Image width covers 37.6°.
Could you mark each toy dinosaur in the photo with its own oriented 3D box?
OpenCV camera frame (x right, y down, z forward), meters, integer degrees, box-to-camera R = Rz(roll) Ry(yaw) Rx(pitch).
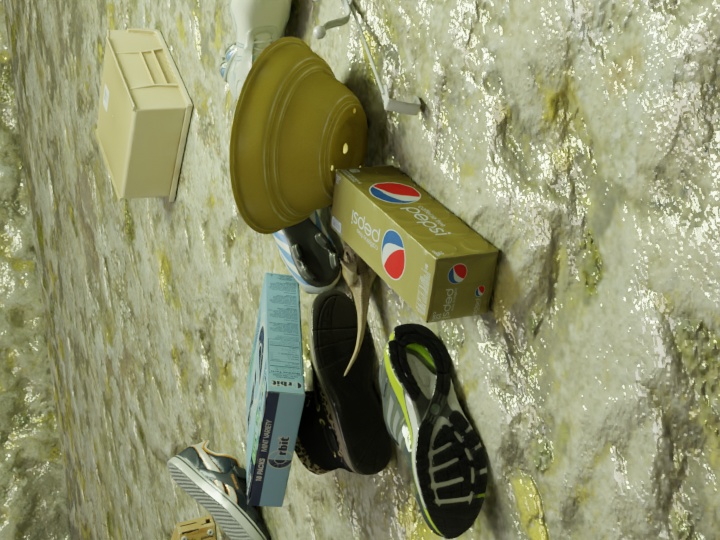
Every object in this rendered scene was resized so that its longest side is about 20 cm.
[{"bbox_3d":[0.000,0.000,1.112,0.101,0.057,0.203,111,152,-68],"label":"toy dinosaur"}]

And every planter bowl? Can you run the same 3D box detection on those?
[{"bbox_3d":[-0.046,-0.129,1.070,0.083,0.200,0.203,13,113,23],"label":"planter bowl"}]

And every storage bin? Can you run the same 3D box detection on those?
[{"bbox_3d":[-0.354,-0.249,1.692,0.200,0.093,0.201,63,148,35],"label":"storage bin"}]

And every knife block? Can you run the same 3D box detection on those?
[{"bbox_3d":[-0.299,0.501,1.808,0.175,0.063,0.203,12,107,61],"label":"knife block"}]

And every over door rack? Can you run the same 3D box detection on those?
[{"bbox_3d":[0.009,-0.266,0.992,0.201,0.066,0.149,61,147,36],"label":"over door rack"}]

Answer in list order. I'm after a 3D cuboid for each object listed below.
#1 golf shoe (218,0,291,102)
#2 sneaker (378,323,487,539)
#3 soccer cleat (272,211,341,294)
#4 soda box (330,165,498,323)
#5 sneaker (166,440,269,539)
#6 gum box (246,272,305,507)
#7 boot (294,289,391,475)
[{"bbox_3d":[-0.113,-0.258,1.229,0.201,0.077,0.098,111,144,-59],"label":"golf shoe"},{"bbox_3d":[0.064,0.155,1.002,0.081,0.073,0.202,117,145,-58],"label":"sneaker"},{"bbox_3d":[-0.084,-0.063,1.203,0.202,0.069,0.086,67,164,7],"label":"soccer cleat"},{"bbox_3d":[0.045,-0.030,0.979,0.200,0.067,0.065,46,136,50],"label":"soda box"},{"bbox_3d":[-0.189,0.324,1.542,0.200,0.079,0.079,41,144,19],"label":"sneaker"},{"bbox_3d":[-0.098,0.132,1.195,0.201,0.044,0.171,-97,17,-54],"label":"gum box"},{"bbox_3d":[-0.037,0.135,1.188,0.150,0.072,0.202,-32,74,61],"label":"boot"}]
